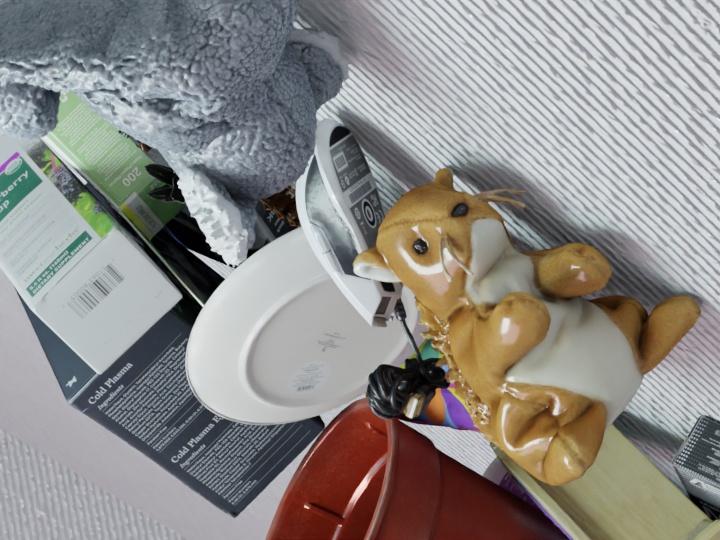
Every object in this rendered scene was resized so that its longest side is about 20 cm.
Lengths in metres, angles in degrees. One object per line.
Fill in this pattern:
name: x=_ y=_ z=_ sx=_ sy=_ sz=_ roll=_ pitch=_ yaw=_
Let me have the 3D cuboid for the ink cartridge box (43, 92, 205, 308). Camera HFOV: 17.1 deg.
ink cartridge box: x=-0.146 y=-0.043 z=1.681 sx=0.200 sy=0.048 sz=0.146 roll=44 pitch=177 yaw=8

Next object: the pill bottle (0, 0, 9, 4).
pill bottle: x=-0.265 y=-0.223 z=1.441 sx=0.200 sy=0.114 sz=0.114 roll=28 pitch=164 yaw=20

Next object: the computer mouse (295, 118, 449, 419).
computer mouse: x=0.000 y=0.000 z=1.548 sx=0.200 sy=0.044 sz=0.110 roll=69 pitch=-158 yaw=-7

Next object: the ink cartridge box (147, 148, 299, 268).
ink cartridge box: x=-0.120 y=-0.044 z=1.849 sx=0.198 sy=0.043 sz=0.200 roll=23 pitch=163 yaw=30

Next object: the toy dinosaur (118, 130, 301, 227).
toy dinosaur: x=-0.095 y=-0.091 z=1.613 sx=0.200 sy=0.102 sz=0.136 roll=18 pitch=-176 yaw=-13

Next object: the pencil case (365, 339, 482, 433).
pencil case: x=0.078 y=0.075 z=1.751 sx=0.088 sy=0.088 sz=0.200 roll=40 pitch=166 yaw=-25

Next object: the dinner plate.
dinner plate: x=-0.024 y=0.040 z=1.638 sx=0.024 sy=0.200 sz=0.200 roll=60 pitch=-176 yaw=37

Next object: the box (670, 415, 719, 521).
box: x=0.325 y=0.187 z=1.659 sx=0.200 sy=0.044 sz=0.160 roll=24 pitch=163 yaw=31

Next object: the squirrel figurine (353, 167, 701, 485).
squirrel figurine: x=0.082 y=0.031 z=1.500 sx=0.187 sy=0.142 sz=0.200 roll=40 pitch=162 yaw=-2

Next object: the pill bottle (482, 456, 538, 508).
pill bottle: x=0.191 y=0.213 z=1.886 sx=0.200 sy=0.112 sz=0.112 roll=19 pitch=160 yaw=42

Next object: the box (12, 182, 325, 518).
box: x=-0.148 y=0.056 z=1.799 sx=0.182 sy=0.104 sz=0.200 roll=39 pitch=-170 yaw=-37

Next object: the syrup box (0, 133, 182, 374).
syrup box: x=-0.207 y=-0.020 z=1.640 sx=0.081 sy=0.079 sz=0.200 roll=48 pitch=177 yaw=-38

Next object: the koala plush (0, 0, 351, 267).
koala plush: x=-0.087 y=-0.107 z=1.347 sx=0.184 sy=0.178 sz=0.200 roll=9 pitch=150 yaw=34

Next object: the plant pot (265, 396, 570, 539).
plant pot: x=0.052 y=0.224 z=1.778 sx=0.195 sy=0.201 sz=0.201 roll=26 pitch=168 yaw=-19

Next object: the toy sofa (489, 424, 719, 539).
toy sofa: x=0.188 y=0.176 z=1.713 sx=0.200 sy=0.083 sz=0.098 roll=46 pitch=174 yaw=44
